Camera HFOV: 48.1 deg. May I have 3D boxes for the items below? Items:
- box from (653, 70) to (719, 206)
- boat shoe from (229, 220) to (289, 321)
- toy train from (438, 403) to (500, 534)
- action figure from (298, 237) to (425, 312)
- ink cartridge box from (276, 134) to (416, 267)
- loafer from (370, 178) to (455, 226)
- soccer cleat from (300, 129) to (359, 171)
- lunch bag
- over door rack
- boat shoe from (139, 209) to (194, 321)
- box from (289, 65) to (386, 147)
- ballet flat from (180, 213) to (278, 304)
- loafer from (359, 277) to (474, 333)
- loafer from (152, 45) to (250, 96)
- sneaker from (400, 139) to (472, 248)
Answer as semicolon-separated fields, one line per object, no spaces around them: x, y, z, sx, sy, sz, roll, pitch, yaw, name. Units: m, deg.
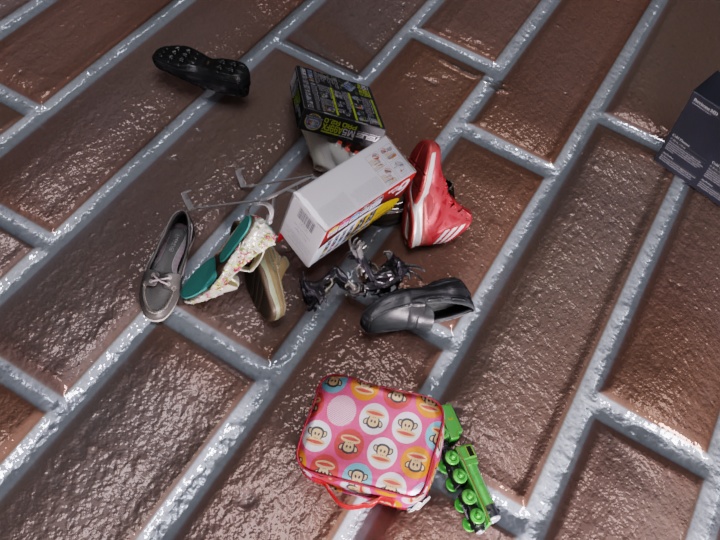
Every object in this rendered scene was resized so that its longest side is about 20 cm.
0.709;-0.245;1.560;0.104;0.183;0.200;-36;67;-29;box
-0.150;-0.007;1.330;0.076;0.072;0.201;-4;55;-31;boat shoe
0.146;0.285;1.178;0.056;0.042;0.201;-6;55;-26;toy train
0.000;0.000;1.314;0.198;0.119;0.103;-14;74;-10;action figure
-0.028;-0.103;1.317;0.199;0.176;0.084;-36;80;-26;ink cartridge box
0.080;-0.136;1.452;0.198;0.072;0.073;-12;57;-17;loafer
-0.074;-0.232;1.505;0.069;0.078;0.200;14;27;-45;soccer cleat
0.013;0.252;1.138;0.198;0.082;0.177;14;63;11;lunch bag
-0.177;-0.118;1.361;0.199;0.067;0.147;10;28;35;over door rack
-0.316;-0.013;1.310;0.066;0.057;0.201;10;53;-1;boat shoe
-0.046;-0.308;1.515;0.159;0.045;0.201;13;32;-19;box
-0.204;-0.005;1.270;0.064;0.200;0.076;30;31;-32;ballet flat
0.095;0.065;1.310;0.199;0.068;0.071;-15;50;-23;loafer
-0.309;-0.382;1.564;0.199;0.071;0.068;17;54;9;loafer
0.138;-0.134;1.392;0.114;0.201;0.079;-5;39;-19;sneaker
